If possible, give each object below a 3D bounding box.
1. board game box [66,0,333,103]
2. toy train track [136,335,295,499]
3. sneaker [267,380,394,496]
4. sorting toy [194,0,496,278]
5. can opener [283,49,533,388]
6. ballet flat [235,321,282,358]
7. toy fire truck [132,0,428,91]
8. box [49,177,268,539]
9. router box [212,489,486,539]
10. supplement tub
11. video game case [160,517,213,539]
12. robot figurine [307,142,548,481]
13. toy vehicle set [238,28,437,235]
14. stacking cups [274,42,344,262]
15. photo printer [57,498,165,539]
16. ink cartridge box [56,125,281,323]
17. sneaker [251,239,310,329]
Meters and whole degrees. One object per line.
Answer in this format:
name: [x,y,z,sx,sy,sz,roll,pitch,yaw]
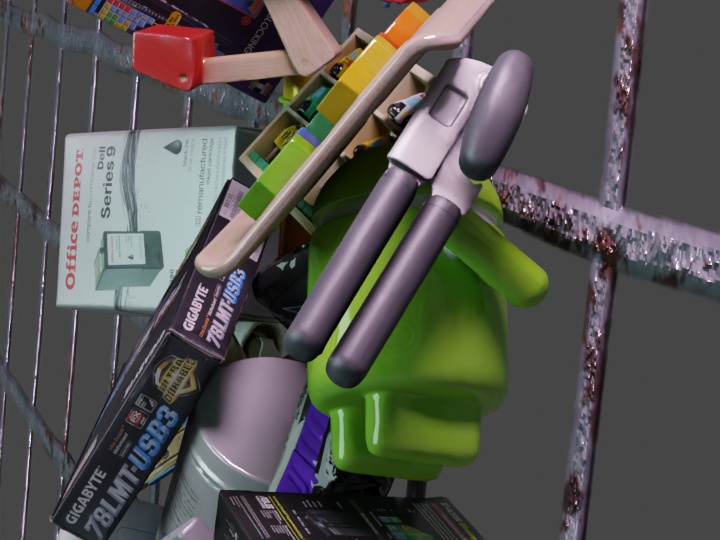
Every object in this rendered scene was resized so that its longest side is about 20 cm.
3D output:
board game box: [-0.083,-0.235,1.462,0.200,0.165,0.057,-55,28,18]
toy train track: [-0.112,0.123,1.647,0.200,0.033,0.115,-34,62,14]
sneaker: [-0.007,0.116,1.371,0.100,0.069,0.201,-47,26,47]
sorting toy: [-0.010,-0.090,1.255,0.200,0.036,0.185,-44,4,20]
can opener: [0.029,-0.034,1.140,0.200,0.053,0.067,-59,2,-21]
ballet flat: [-0.082,0.126,1.677,0.069,0.069,0.201,126,144,-59]
toy fire truck: [-0.043,-0.179,1.402,0.049,0.199,0.142,-36,-45,-70]
box: [-0.134,0.063,1.518,0.200,0.050,0.199,-57,7,33]
router box: [0.008,0.187,1.229,0.200,0.149,0.062,-137,53,-68]
supplement tub: [-0.074,0.175,1.517,0.132,0.131,0.201,-106,27,-46]
video game case: [-0.077,0.261,1.442,0.022,0.200,0.182,-45,3,-32]
robot figurine: [0.027,0.016,1.250,0.175,0.115,0.201,146,128,-59]
toy vehicle set: [-0.007,-0.087,1.412,0.124,0.026,0.200,-48,23,1]
stacking cups: [-0.033,-0.063,1.558,0.060,0.060,0.201,-153,64,-71]
photo printer: [-0.148,0.260,1.630,0.069,0.200,0.167,-23,61,34]
ink cartridge box: [-0.144,-0.035,1.704,0.199,0.084,0.147,0,86,42]
sneaker: [0.000,0.000,1.451,0.079,0.075,0.200,59,148,5]
